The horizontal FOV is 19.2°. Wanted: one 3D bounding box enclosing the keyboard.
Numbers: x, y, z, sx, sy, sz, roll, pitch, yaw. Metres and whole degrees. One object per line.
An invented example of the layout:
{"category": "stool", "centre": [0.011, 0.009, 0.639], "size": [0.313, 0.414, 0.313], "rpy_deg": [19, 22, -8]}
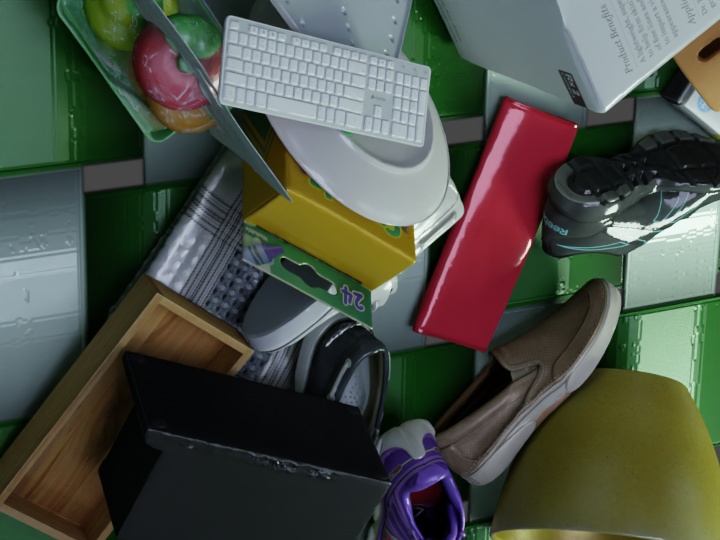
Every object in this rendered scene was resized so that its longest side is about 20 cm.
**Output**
{"category": "keyboard", "centre": [-0.021, -0.123, 1.405], "size": [0.199, 0.011, 0.057], "rpy_deg": [8, 81, -47]}

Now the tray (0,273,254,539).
{"category": "tray", "centre": [-0.179, 0.107, 1.564], "size": [0.098, 0.037, 0.200], "rpy_deg": [33, 100, -36]}

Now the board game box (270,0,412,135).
{"category": "board game box", "centre": [-0.033, -0.222, 1.474], "size": [0.026, 0.201, 0.200], "rpy_deg": [-19, 127, 28]}

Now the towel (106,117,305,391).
{"category": "towel", "centre": [-0.066, 0.000, 1.608], "size": [0.192, 0.035, 0.201], "rpy_deg": [34, 89, -34]}

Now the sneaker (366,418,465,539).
{"category": "sneaker", "centre": [0.049, 0.215, 1.710], "size": [0.080, 0.084, 0.201], "rpy_deg": [-23, 132, -12]}

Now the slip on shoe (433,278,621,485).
{"category": "slip on shoe", "centre": [0.133, 0.081, 1.732], "size": [0.061, 0.076, 0.200], "rpy_deg": [39, 93, -22]}

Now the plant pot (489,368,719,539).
{"category": "plant pot", "centre": [0.212, 0.161, 1.748], "size": [0.199, 0.200, 0.143], "rpy_deg": [16, 73, -32]}

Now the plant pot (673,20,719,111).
{"category": "plant pot", "centre": [0.297, -0.216, 1.644], "size": [0.140, 0.200, 0.200], "rpy_deg": [-34, 124, 14]}

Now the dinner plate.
{"category": "dinner plate", "centre": [-0.001, -0.124, 1.520], "size": [0.200, 0.201, 0.024], "rpy_deg": [31, 131, -34]}

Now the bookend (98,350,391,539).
{"category": "bookend", "centre": [-0.115, 0.183, 1.562], "size": [0.198, 0.092, 0.201], "rpy_deg": [15, 118, -28]}

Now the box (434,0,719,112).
{"category": "box", "centre": [0.131, -0.247, 1.530], "size": [0.131, 0.200, 0.199], "rpy_deg": [-38, 122, -14]}

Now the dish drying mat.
{"category": "dish drying mat", "centre": [0.107, -0.036, 1.702], "size": [0.077, 0.018, 0.201], "rpy_deg": [17, 100, -33]}

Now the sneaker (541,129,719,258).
{"category": "sneaker", "centre": [0.228, -0.061, 1.741], "size": [0.199, 0.076, 0.080], "rpy_deg": [-11, 137, -28]}

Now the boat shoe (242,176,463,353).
{"category": "boat shoe", "centre": [0.000, 0.000, 1.595], "size": [0.200, 0.071, 0.070], "rpy_deg": [-45, 124, -14]}

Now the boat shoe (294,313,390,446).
{"category": "boat shoe", "centre": [-0.019, 0.129, 1.648], "size": [0.075, 0.060, 0.201], "rpy_deg": [-20, 129, -33]}

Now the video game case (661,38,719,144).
{"category": "video game case", "centre": [0.368, -0.183, 1.789], "size": [0.180, 0.025, 0.201], "rpy_deg": [33, 90, -33]}

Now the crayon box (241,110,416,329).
{"category": "crayon box", "centre": [-0.022, -0.073, 1.517], "size": [0.125, 0.201, 0.051], "rpy_deg": [29, 134, -34]}

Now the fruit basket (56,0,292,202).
{"category": "fruit basket", "centre": [-0.121, -0.148, 1.425], "size": [0.094, 0.200, 0.186], "rpy_deg": [-41, 121, -10]}
